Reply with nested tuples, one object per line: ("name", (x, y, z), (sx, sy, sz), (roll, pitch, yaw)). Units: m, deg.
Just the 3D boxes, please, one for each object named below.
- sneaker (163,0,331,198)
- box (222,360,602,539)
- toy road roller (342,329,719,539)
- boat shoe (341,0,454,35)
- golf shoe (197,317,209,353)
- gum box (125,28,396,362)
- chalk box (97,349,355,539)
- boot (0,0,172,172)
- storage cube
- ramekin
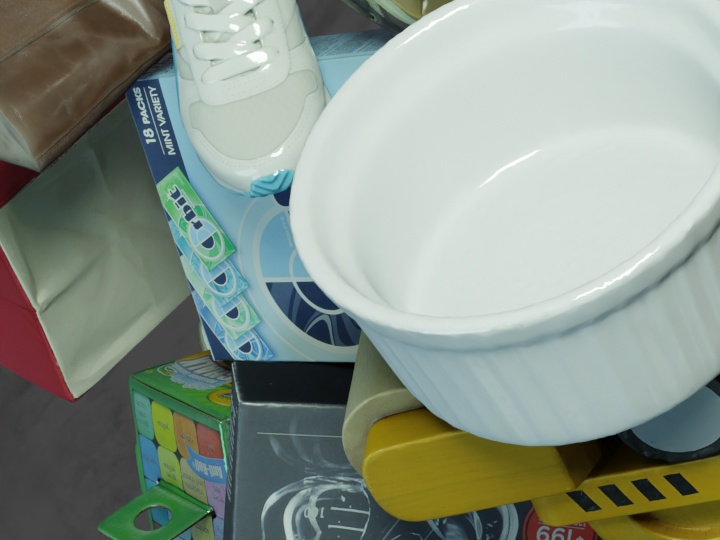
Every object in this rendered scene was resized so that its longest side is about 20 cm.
("sneaker", (-0.065, -0.125, 1.033), (0.081, 0.076, 0.201), (60, -167, -57))
("box", (0.027, 0.150, 1.120), (0.104, 0.199, 0.183), (-122, 34, -79))
("toy road roller", (0.104, 0.069, 0.977), (0.199, 0.123, 0.146), (-12, 127, 19))
("boat shoe", (-0.030, -0.184, 0.994), (0.201, 0.072, 0.066), (46, 153, -2))
("golf shoe", (-0.017, 0.076, 1.387), (0.200, 0.073, 0.092), (38, 150, 4))
("gum box", (-0.018, -0.035, 1.119), (0.199, 0.045, 0.171), (0, 115, 40))
("chalk box", (-0.055, 0.113, 1.241), (0.125, 0.199, 0.125), (17, 119, 55))
("boot", (-0.168, -0.161, 1.119), (0.186, 0.200, 0.064), (43, 157, 15))
("storage cube", (-0.210, -0.053, 1.381), (0.179, 0.200, 0.171), (24, 146, 36))
("ramekin", (0.080, -0.024, 0.884), (0.200, 0.201, 0.098), (26, 156, 44))
